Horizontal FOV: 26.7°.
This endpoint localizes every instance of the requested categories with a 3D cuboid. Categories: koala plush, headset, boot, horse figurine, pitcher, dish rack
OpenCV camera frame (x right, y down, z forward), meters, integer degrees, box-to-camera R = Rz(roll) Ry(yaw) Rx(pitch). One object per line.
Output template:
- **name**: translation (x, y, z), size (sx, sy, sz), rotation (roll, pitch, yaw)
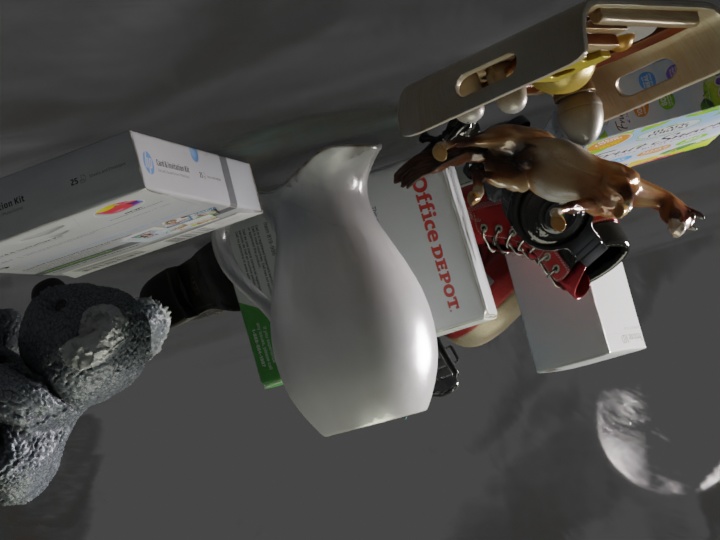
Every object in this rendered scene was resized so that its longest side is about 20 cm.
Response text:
- **koala plush**: translation (-0.262, 0.083, 1.304), size (0.199, 0.184, 0.177), rotation (-29, 173, 6)
- **headset**: translation (0.117, -0.062, 1.174), size (0.094, 0.124, 0.200), rotation (-42, 139, 6)
- **boot**: translation (-0.098, -0.002, 1.442), size (0.199, 0.070, 0.174), rotation (-16, -179, 35)
- **horse figurine**: translation (0.127, -0.063, 1.037), size (0.199, 0.050, 0.132), rotation (18, -159, 22)
- **boot**: translation (0.133, -0.025, 1.341), size (0.199, 0.145, 0.072), rotation (-21, 147, 15)
- **pitcher**: translation (-0.032, 0.023, 1.144), size (0.171, 0.201, 0.121), rotation (-19, 173, 40)
- **dish rack**: translation (0.028, 0.048, 1.561), size (0.054, 0.201, 0.153), rotation (-31, 178, -13)

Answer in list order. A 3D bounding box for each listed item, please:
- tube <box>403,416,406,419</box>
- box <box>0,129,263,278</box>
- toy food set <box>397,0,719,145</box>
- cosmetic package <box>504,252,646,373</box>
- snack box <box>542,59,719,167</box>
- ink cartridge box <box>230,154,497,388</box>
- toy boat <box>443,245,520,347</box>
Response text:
- **tube**: translation (0.017, 0.037, 1.389), size (0.050, 0.201, 0.077), rotation (-17, 172, -1)
- **box**: translation (-0.170, -0.037, 0.983), size (0.155, 0.041, 0.200), rotation (-18, 175, 16)
- **toy food set**: translation (0.138, -0.118, 0.969), size (0.143, 0.061, 0.199), rotation (-21, 173, 40)
- **cosmetic package**: translation (0.195, -0.008, 1.443), size (0.081, 0.201, 0.113), rotation (-20, 173, 28)
- **snack box**: translation (0.225, -0.121, 1.205), size (0.141, 0.053, 0.200), rotation (-17, 174, -2)
- **ink cartridge box**: translation (0.000, 0.000, 1.265), size (0.199, 0.147, 0.083), rotation (-17, 175, 13)
- **toy boat**: translation (0.094, -0.015, 1.543), size (0.131, 0.131, 0.200), rotation (-47, -151, -1)
